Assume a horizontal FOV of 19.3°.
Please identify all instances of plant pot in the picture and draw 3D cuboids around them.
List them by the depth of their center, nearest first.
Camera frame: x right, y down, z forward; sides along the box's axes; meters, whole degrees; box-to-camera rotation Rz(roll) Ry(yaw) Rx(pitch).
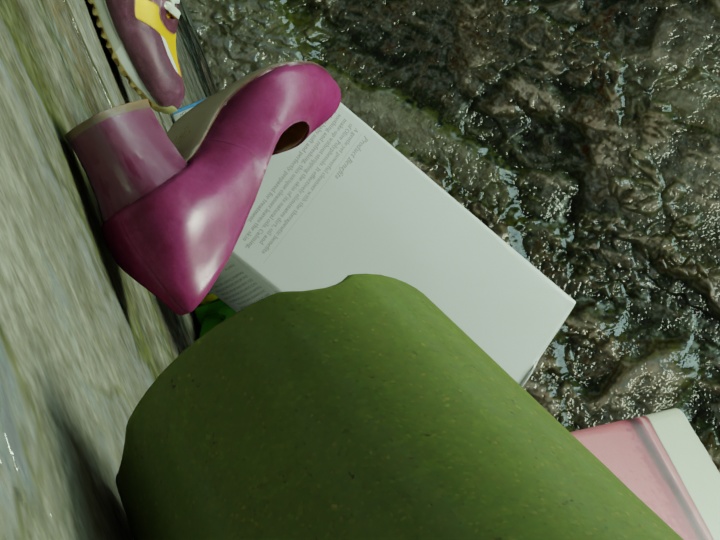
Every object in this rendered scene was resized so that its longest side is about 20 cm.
[{"bbox_3d":[0.019,0.106,0.652,0.190,0.200,0.200,56,-8,34],"label":"plant pot"}]

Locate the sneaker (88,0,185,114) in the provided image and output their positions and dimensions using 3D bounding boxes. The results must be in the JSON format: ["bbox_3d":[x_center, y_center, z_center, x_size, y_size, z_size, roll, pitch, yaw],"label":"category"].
[{"bbox_3d":[-0.137,-0.203,1.375,0.075,0.090,0.200,71,-2,-86],"label":"sneaker"}]

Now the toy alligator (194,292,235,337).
[{"bbox_3d":[-0.069,0.027,1.244,0.200,0.054,0.059,-111,180,-73],"label":"toy alligator"}]

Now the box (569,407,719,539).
[{"bbox_3d":[0.067,0.143,0.893,0.200,0.128,0.109,-6,62,-51],"label":"box"}]

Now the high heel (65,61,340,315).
[{"bbox_3d":[-0.056,-0.039,0.998,0.200,0.067,0.096,-23,84,-52],"label":"high heel"}]

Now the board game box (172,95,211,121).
[{"bbox_3d":[-0.089,-0.026,1.837,0.200,0.056,0.196,69,-1,-68],"label":"board game box"}]

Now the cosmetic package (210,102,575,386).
[{"bbox_3d":[0.000,0.000,1.124,0.200,0.108,0.085,41,-19,-10],"label":"cosmetic package"}]
